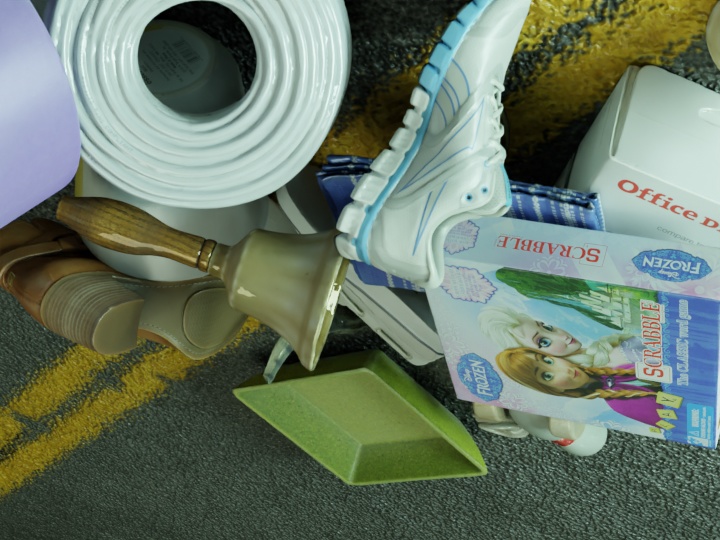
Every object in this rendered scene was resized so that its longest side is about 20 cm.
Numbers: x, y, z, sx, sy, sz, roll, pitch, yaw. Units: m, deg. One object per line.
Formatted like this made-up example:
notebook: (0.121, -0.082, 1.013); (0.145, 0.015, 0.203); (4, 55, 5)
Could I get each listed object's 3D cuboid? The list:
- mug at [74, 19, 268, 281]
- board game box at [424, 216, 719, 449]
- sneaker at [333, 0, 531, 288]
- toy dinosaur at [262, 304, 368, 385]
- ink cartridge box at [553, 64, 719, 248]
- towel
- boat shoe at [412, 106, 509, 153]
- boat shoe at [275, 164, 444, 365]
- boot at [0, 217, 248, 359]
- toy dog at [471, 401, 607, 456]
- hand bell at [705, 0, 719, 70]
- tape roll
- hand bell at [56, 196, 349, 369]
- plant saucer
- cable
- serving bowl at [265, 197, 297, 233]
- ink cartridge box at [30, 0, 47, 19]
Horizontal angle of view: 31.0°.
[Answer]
mug: (-0.160, -0.100, 0.951); (0.185, 0.150, 0.154); (10, 140, 5)
board game box: (0.150, 0.043, 0.892); (0.198, 0.041, 0.201); (9, 148, 21)
sneaker: (0.067, -0.079, 0.812); (0.086, 0.201, 0.075); (30, -170, 19)
toy dinosaur: (-0.029, 0.026, 1.083); (0.088, 0.199, 0.048); (48, 132, 20)
ink cartridge box: (0.207, -0.030, 0.895); (0.145, 0.086, 0.200); (22, 150, 0)
towel: (0.074, -0.017, 0.900); (0.199, 0.024, 0.145); (11, 147, 22)
boat shoe: (0.059, -0.056, 0.950); (0.075, 0.074, 0.200); (18, 149, 4)
boat shoe: (0.000, 0.000, 1.045); (0.200, 0.072, 0.066); (40, 132, -14)
boot: (-0.193, 0.011, 1.032); (0.155, 0.199, 0.077); (28, 114, 32)
toy dog: (0.167, 0.098, 1.111); (0.131, 0.097, 0.200); (15, 171, 8)
hand bell: (0.231, -0.059, 0.724); (0.103, 0.201, 0.104); (14, 148, 9)
tape roll: (-0.270, -0.116, 0.801); (0.199, 0.085, 0.201); (30, 140, 28)
hand bell: (-0.112, -0.011, 0.885); (0.198, 0.105, 0.104); (17, 149, 2)
plant saucer: (0.004, 0.144, 1.315); (0.199, 0.048, 0.200); (-13, 136, 42)
cable: (-0.102, -0.138, 0.824); (0.199, 0.201, 0.069); (19, -168, -12)
serving bowl: (-0.150, -0.017, 1.120); (0.198, 0.066, 0.200); (14, 155, 7)
ink cartridge box: (-0.294, -0.197, 0.924); (0.199, 0.088, 0.145); (-14, 135, 45)
